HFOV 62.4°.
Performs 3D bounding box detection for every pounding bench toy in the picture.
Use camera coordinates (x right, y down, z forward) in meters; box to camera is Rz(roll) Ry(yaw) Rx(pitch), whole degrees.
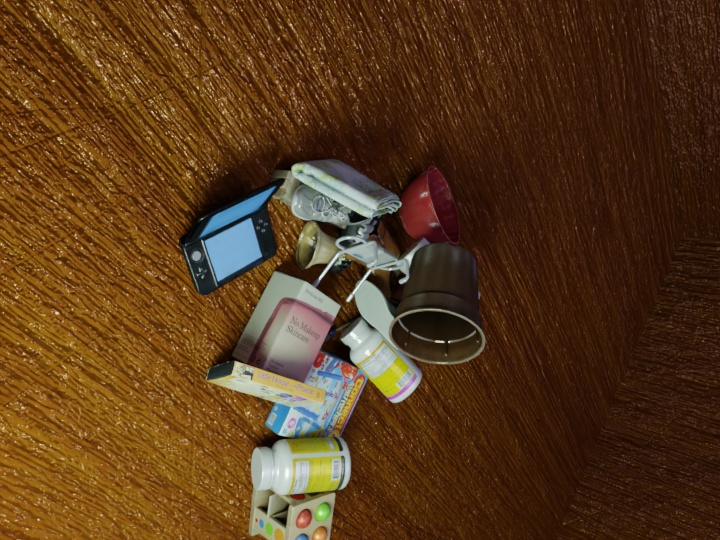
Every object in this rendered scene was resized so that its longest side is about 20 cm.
[{"bbox_3d":[-0.121,0.538,1.335,0.199,0.155,0.126,2,98,-47],"label":"pounding bench toy"}]

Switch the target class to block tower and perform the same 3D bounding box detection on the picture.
[{"bbox_3d":[-0.106,-0.149,1.268,0.199,0.057,0.055,25,81,-45],"label":"block tower"}]

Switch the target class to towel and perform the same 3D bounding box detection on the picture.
[{"bbox_3d":[-0.023,-0.174,1.221,0.049,0.198,0.171,-65,165,17],"label":"towel"}]

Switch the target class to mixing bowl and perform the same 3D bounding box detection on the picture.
[{"bbox_3d":[0.163,-0.149,1.493,0.200,0.107,0.202,45,36,-46],"label":"mixing bowl"}]

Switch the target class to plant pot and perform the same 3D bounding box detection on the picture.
[{"bbox_3d":[0.172,0.063,1.269,0.201,0.198,0.200,53,37,-39],"label":"plant pot"}]

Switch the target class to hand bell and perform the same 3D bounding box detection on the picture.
[{"bbox_3d":[-0.031,-0.034,1.298,0.198,0.104,0.106,13,90,-30],"label":"hand bell"}]

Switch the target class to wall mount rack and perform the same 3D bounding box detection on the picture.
[{"bbox_3d":[0.000,0.000,1.255,0.199,0.172,0.076,26,56,-46],"label":"wall mount rack"}]

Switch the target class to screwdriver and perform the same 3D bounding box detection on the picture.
[{"bbox_3d":[-0.049,0.140,1.415,0.199,0.028,0.029,-21,144,-43],"label":"screwdriver"}]

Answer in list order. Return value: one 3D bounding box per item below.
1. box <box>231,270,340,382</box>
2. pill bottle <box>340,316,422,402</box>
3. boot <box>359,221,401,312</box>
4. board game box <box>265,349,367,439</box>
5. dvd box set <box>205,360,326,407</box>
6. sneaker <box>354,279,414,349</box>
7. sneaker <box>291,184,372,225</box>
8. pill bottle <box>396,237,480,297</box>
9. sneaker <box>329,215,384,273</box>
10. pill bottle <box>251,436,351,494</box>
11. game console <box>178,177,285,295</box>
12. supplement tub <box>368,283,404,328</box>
[{"bbox_3d":[-0.152,0.125,1.236,0.128,0.108,0.202,37,75,-45],"label":"box"},{"bbox_3d":[0.045,0.205,1.390,0.200,0.104,0.104,47,61,-7],"label":"pill bottle"},{"bbox_3d":[0.026,-0.009,1.434,0.201,0.073,0.156,-60,136,-34],"label":"boot"},{"bbox_3d":[-0.094,0.292,1.366,0.195,0.056,0.202,31,83,-46],"label":"board game box"},{"bbox_3d":[-0.185,0.225,1.161,0.198,0.146,0.030,24,64,-26],"label":"dvd box set"},{"bbox_3d":[0.066,0.103,1.384,0.071,0.200,0.099,-47,160,17],"label":"sneaker"},{"bbox_3d":[-0.055,-0.135,1.224,0.198,0.081,0.076,2,98,-46],"label":"sneaker"},{"bbox_3d":[0.186,0.024,1.442,0.200,0.113,0.113,46,60,-3],"label":"pill bottle"},{"bbox_3d":[-0.024,-0.090,1.365,0.201,0.090,0.066,-56,159,12],"label":"sneaker"},{"bbox_3d":[-0.129,0.420,1.281,0.197,0.112,0.114,5,96,-26],"label":"pill bottle"},{"bbox_3d":[-0.224,-0.062,1.116,0.199,0.116,0.178,-33,121,-37],"label":"game console"},{"bbox_3d":[0.106,0.112,1.506,0.200,0.122,0.124,-43,127,-31],"label":"supplement tub"}]
